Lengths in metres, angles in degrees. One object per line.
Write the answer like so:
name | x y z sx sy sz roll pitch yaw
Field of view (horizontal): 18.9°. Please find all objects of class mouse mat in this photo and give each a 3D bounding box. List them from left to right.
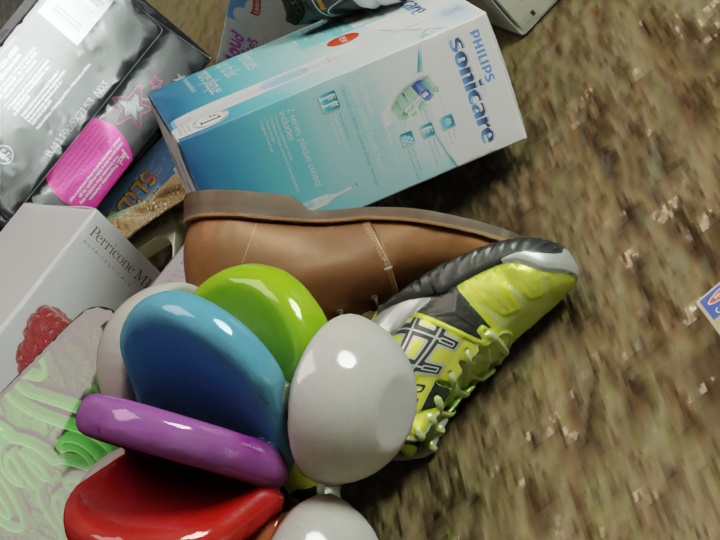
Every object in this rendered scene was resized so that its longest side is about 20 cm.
mouse mat | -0.132 0.129 1.166 0.200 0.008 0.161 39 76 22

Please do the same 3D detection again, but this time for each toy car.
toy car | -0.079 0.095 1.056 0.174 0.150 0.202 11 91 33

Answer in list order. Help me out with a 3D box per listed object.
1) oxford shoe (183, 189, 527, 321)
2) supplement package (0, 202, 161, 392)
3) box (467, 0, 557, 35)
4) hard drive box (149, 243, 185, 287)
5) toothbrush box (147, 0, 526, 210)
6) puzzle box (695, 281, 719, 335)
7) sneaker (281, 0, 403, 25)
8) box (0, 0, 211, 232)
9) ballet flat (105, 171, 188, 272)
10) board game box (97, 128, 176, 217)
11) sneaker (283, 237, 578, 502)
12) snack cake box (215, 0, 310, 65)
oxford shoe | 0.000 0.000 1.190 0.071 0.198 0.072 90 -177 -79
supplement package | -0.216 0.070 1.403 0.201 0.121 0.119 -54 27 -18
box | 0.077 -0.226 1.477 0.082 0.068 0.200 -47 26 -4
hard drive box | -0.105 0.085 1.272 0.200 0.077 0.155 -52 27 -14
toothbrush box | -0.017 -0.095 1.319 0.198 0.086 0.146 -22 19 -5
puzzle box | 0.252 -0.013 0.961 0.200 0.025 0.133 -41 25 8
sneaker | -0.016 -0.217 1.393 0.086 0.081 0.200 -20 20 15
box | -0.226 -0.108 1.562 0.201 0.132 0.115 -55 10 -22
ballet flat | -0.120 -0.030 1.497 0.199 0.070 0.066 -34 54 27
board game box | -0.226 -0.036 1.671 0.200 0.034 0.135 -48 27 -6
sneaker | 0.034 0.056 1.143 0.199 0.075 0.077 -33 63 7
snack cake box | -0.039 -0.236 1.601 0.115 0.067 0.201 111 -179 -50
